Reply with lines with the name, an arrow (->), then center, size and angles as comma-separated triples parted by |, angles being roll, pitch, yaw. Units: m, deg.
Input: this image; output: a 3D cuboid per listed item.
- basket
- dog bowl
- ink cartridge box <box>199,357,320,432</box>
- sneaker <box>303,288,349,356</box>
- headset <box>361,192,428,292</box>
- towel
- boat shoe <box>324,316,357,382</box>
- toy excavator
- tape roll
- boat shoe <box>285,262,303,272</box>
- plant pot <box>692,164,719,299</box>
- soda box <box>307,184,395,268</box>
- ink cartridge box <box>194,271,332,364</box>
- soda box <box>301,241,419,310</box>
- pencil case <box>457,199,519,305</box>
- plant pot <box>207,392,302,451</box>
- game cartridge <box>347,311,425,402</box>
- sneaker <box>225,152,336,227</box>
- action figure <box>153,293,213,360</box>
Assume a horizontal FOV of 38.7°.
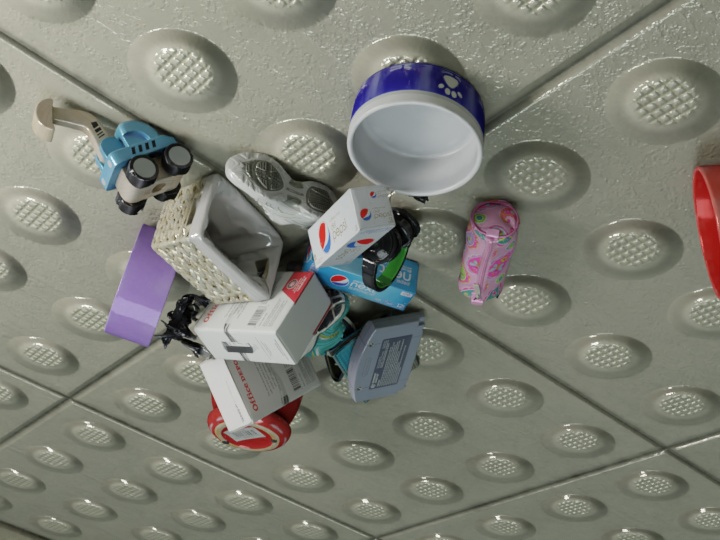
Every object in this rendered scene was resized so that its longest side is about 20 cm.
basket -> -0.242, -0.044, 1.736 | 0.122, 0.137, 0.200 | -13, 140, 31
dog bowl -> 0.082, -0.202, 1.486 | 0.196, 0.080, 0.201 | 6, 145, 4
ink cartridge box -> -0.192, 0.201, 1.975 | 0.084, 0.199, 0.148 | -27, 87, 43
sneaker -> -0.062, 0.097, 1.870 | 0.078, 0.079, 0.200 | 6, 148, -24
headset -> 0.060, -0.054, 1.664 | 0.093, 0.123, 0.203 | 23, 126, 23
towel -> 0.033, 0.171, 2.008 | 0.146, 0.022, 0.201 | -34, 139, -3
boat shoe -> -0.047, 0.150, 2.017 | 0.074, 0.062, 0.201 | 30, 152, 19
toy excavator -> -0.388, -0.193, 1.599 | 0.193, 0.201, 0.100 | -24, 164, -36
tape roll -> -0.378, 0.026, 1.804 | 0.084, 0.202, 0.201 | 19, 144, -11
boat shoe -> -0.127, 0.045, 1.898 | 0.064, 0.073, 0.201 | 23, 146, -1
plant pot -> 0.587, -0.069, 1.474 | 0.174, 0.203, 0.201 | -10, 142, 11
soda box -> -0.017, -0.066, 1.593 | 0.063, 0.069, 0.200 | -9, 167, -25
ink cartridge box -> -0.171, 0.080, 1.789 | 0.197, 0.145, 0.084 | 1, 135, 37
soda box -> 0.000, 0.000, 1.799 | 0.197, 0.069, 0.064 | 18, 145, -13
pencil case -> 0.210, -0.028, 1.698 | 0.086, 0.089, 0.201 | 8, 144, 2
plant pot -> -0.217, 0.266, 2.130 | 0.197, 0.185, 0.202 | 6, 148, 4
game cartridge -> 0.044, 0.166, 1.965 | 0.131, 0.042, 0.202 | -5, 132, -24
sneaker -> -0.141, -0.117, 1.663 | 0.198, 0.079, 0.099 | 27, 145, -23
action figure -> -0.292, 0.092, 1.882 | 0.101, 0.200, 0.120 | 28, 115, 12
